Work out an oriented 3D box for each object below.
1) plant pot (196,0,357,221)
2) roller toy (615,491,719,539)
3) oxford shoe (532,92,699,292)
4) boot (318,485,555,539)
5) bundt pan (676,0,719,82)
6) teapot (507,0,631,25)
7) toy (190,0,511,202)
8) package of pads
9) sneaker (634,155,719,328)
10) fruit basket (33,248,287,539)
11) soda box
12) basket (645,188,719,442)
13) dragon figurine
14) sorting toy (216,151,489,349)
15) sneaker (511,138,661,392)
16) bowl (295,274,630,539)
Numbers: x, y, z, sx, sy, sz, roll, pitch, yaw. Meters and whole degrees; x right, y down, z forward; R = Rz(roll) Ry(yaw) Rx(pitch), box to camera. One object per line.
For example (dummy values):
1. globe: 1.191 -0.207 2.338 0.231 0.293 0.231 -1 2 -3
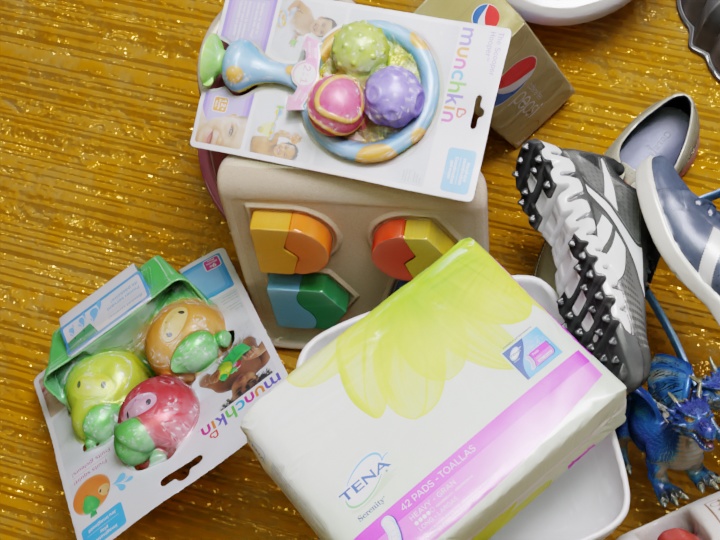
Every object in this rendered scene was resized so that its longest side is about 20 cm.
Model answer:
1. plant pot: -0.039 -0.118 0.959 0.197 0.179 0.202 -2 75 8
2. roller toy: 0.251 0.232 0.816 0.139 0.201 0.184 -23 56 1
3. oxford shoe: 0.186 -0.049 0.961 0.070 0.074 0.201 29 81 15
4. boot: 0.058 0.139 0.928 0.198 0.074 0.097 -12 80 6
5. bundt pan: 0.346 -0.229 0.986 0.199 0.076 0.204 -2 74 8
6. teapot: 0.156 -0.290 1.001 0.199 0.146 0.198 37 105 -8
7. toy: -0.014 -0.122 0.829 0.198 0.047 0.117 12 85 18
8. package of pads: 0.042 0.091 0.802 0.199 0.068 0.155 -38 61 -11
9. sneaker: 0.253 -0.002 0.815 0.084 0.075 0.201 -38 73 26
10. fruit basket: -0.151 0.083 0.926 0.184 0.094 0.200 -36 35 3
11. soda box: 0.096 -0.150 0.933 0.068 0.200 0.064 -43 72 10
12. basket: 0.302 0.010 0.892 0.198 0.139 0.178 -21 69 -3
13. dragon figurine: 0.195 0.091 0.869 0.058 0.200 0.101 -15 109 -16
14. sorting toy: 0.000 0.000 0.917 0.183 0.201 0.037 4 51 9
15. sneaker: 0.171 -0.010 0.862 0.089 0.067 0.201 -2 51 -16
16. bowl: 0.065 0.117 0.867 0.197 0.075 0.202 -16 61 -1
